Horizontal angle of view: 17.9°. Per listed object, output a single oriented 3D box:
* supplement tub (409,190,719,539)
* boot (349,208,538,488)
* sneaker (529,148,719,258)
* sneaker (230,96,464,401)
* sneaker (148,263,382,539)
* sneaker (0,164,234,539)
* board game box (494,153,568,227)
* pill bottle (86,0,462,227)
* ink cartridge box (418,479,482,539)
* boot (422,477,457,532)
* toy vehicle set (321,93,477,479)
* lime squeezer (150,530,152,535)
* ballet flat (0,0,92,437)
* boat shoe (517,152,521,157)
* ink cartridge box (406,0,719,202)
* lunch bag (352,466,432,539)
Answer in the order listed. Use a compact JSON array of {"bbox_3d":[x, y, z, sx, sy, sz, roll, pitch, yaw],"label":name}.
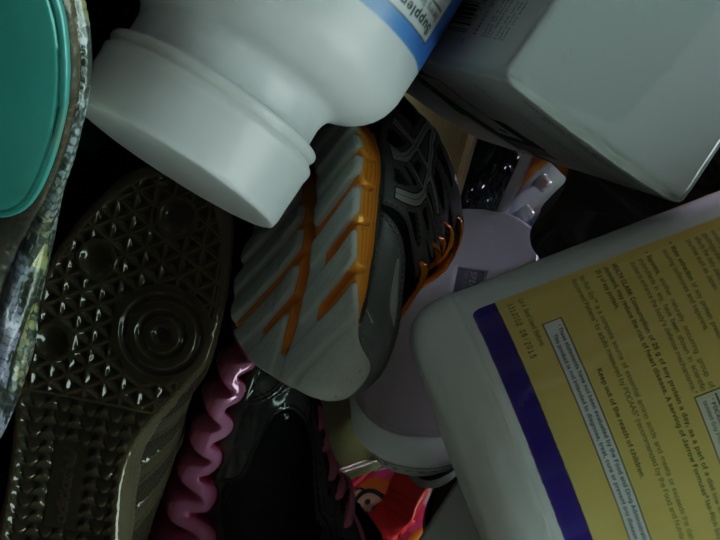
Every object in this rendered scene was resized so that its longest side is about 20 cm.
[{"bbox_3d":[0.131,0.046,0.782,0.200,0.145,0.145,-21,150,0],"label":"supplement tub"},{"bbox_3d":[0.038,0.056,0.968,0.200,0.074,0.096,-60,159,-61],"label":"boot"},{"bbox_3d":[0.139,-0.053,0.916,0.114,0.076,0.199,-49,177,-15],"label":"sneaker"},{"bbox_3d":[0.004,-0.017,0.848,0.078,0.077,0.200,-45,-157,27],"label":"sneaker"},{"bbox_3d":[-0.033,0.087,0.928,0.079,0.095,0.200,-106,-152,-64],"label":"sneaker"},{"bbox_3d":[-0.098,0.047,0.879,0.076,0.070,0.200,-70,-179,-76],"label":"sneaker"},{"bbox_3d":[0.141,-0.048,1.100,0.200,0.026,0.200,-29,157,-29],"label":"board game box"},{"bbox_3d":[-0.013,-0.120,0.784,0.200,0.112,0.112,-58,156,-6],"label":"pill bottle"},{"bbox_3d":[0.035,0.165,0.933,0.176,0.045,0.200,-54,161,-15],"label":"ink cartridge box"},{"bbox_3d":[0.104,0.041,1.092,0.200,0.072,0.166,-40,153,-27],"label":"boot"},{"bbox_3d":[0.000,0.000,1.007,0.124,0.026,0.200,-6,114,-66],"label":"toy vehicle set"},{"bbox_3d":[-0.067,0.103,1.011,0.071,0.038,0.200,-50,152,-18],"label":"lime squeezer"},{"bbox_3d":[-0.127,-0.024,0.734,0.072,0.072,0.200,-25,137,-54],"label":"ballet flat"},{"bbox_3d":[0.114,-0.088,1.105,0.200,0.066,0.072,56,55,-73],"label":"boat shoe"},{"bbox_3d":[0.086,-0.117,0.843,0.146,0.084,0.200,-56,-161,-1],"label":"ink cartridge box"},{"bbox_3d":[0.029,0.153,1.204,0.200,0.082,0.176,-36,144,-44],"label":"lunch bag"}]
